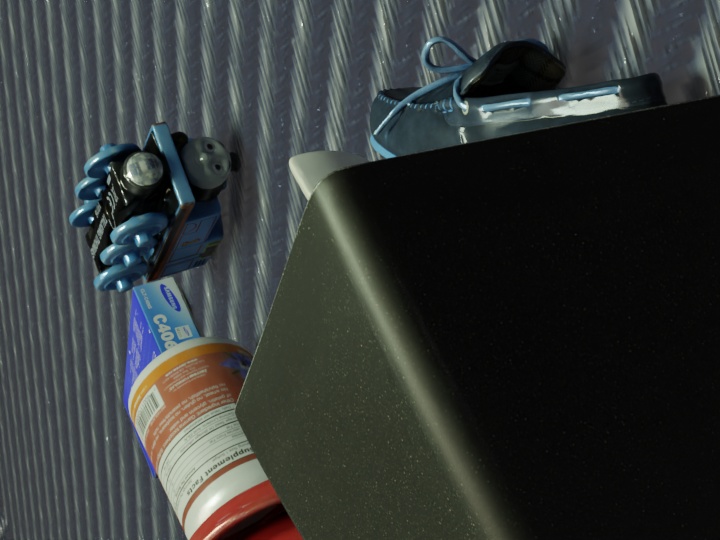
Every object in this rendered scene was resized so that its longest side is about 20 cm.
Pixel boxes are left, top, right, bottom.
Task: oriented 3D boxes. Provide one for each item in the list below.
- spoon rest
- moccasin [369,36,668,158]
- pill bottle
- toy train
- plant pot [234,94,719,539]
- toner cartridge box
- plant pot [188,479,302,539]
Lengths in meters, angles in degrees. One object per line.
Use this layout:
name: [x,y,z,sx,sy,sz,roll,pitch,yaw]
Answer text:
spoon rest: [0.000,0.000,1.008,0.201,0.060,0.100,81,163,-52]
moccasin: [0.078,-0.075,0.747,0.199,0.080,0.069,16,115,49]
pill bottle: [-0.097,0.156,1.251,0.200,0.112,0.113,57,152,37]
toy train: [-0.161,-0.051,1.270,0.087,0.114,0.200,66,157,13]
plant pot: [0.083,0.070,0.621,0.200,0.199,0.178,113,141,-57]
toner cartridge box: [-0.187,0.105,1.529,0.095,0.043,0.200,61,155,29]
plant pot: [-0.012,0.235,0.992,0.201,0.199,0.183,99,157,-45]
